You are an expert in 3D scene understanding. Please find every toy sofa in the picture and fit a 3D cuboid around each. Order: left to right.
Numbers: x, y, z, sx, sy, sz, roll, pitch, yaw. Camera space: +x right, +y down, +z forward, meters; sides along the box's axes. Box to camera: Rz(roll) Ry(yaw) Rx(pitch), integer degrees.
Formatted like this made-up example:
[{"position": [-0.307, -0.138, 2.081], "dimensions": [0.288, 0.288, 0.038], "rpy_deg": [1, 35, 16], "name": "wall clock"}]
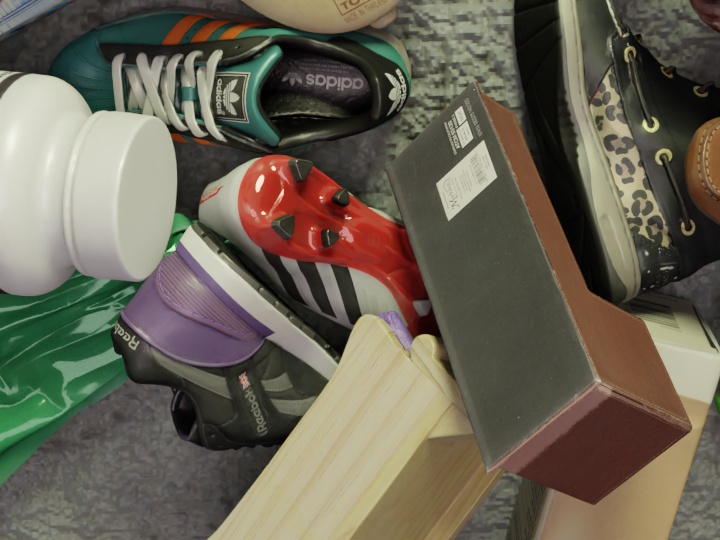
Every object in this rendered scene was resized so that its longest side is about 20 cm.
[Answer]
[{"position": [0.004, 0.124, 0.811], "dimensions": [0.098, 0.082, 0.201], "rpy_deg": [43, 105, 33], "name": "toy sofa"}]

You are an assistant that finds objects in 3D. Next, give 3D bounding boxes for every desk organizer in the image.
[{"position": [0.084, 0.009, 0.767], "dimensions": [0.077, 0.201, 0.072], "rpy_deg": [25, 124, -38], "name": "desk organizer"}]

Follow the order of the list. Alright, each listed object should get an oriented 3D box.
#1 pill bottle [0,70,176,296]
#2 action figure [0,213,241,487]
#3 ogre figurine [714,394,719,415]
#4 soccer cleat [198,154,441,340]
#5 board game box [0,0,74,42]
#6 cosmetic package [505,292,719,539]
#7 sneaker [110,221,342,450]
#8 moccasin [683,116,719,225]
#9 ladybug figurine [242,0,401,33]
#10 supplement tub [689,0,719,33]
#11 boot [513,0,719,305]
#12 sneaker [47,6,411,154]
[{"position": [-0.200, -0.047, 0.794], "dimensions": [0.197, 0.111, 0.113], "rpy_deg": [7, 106, 13], "name": "pill bottle"}, {"position": [-0.145, 0.024, 0.857], "dimensions": [0.198, 0.055, 0.119], "rpy_deg": [-28, 114, -2], "name": "action figure"}, {"position": [0.265, 0.074, 0.849], "dimensions": [0.118, 0.099, 0.201], "rpy_deg": [-18, 134, -7], "name": "ogre figurine"}, {"position": [0.000, 0.000, 0.845], "dimensions": [0.199, 0.085, 0.069], "rpy_deg": [31, 70, -32], "name": "soccer cleat"}, {"position": [-0.170, -0.204, 0.763], "dimensions": [0.199, 0.062, 0.201], "rpy_deg": [-36, 92, 38], "name": "board game box"}, {"position": [0.131, 0.116, 0.856], "dimensions": [0.070, 0.105, 0.202], "rpy_deg": [13, 107, -1], "name": "cosmetic package"}, {"position": [-0.056, 0.062, 0.830], "dimensions": [0.088, 0.076, 0.200], "rpy_deg": [-46, 129, -1], "name": "sneaker"}, {"position": [0.255, -0.035, 0.756], "dimensions": [0.199, 0.078, 0.075], "rpy_deg": [18, 81, -6], "name": "moccasin"}, {"position": [-0.037, -0.213, 0.785], "dimensions": [0.135, 0.072, 0.202], "rpy_deg": [-26, 103, 9], "name": "ladybug figurine"}, {"position": [0.229, -0.145, 0.749], "dimensions": [0.198, 0.107, 0.108], "rpy_deg": [20, 106, -28], "name": "supplement tub"}, {"position": [0.169, -0.094, 0.819], "dimensions": [0.152, 0.073, 0.206], "rpy_deg": [-11, 88, -11], "name": "boot"}, {"position": [-0.072, -0.099, 0.812], "dimensions": [0.197, 0.080, 0.072], "rpy_deg": [-2, 105, 5], "name": "sneaker"}]
